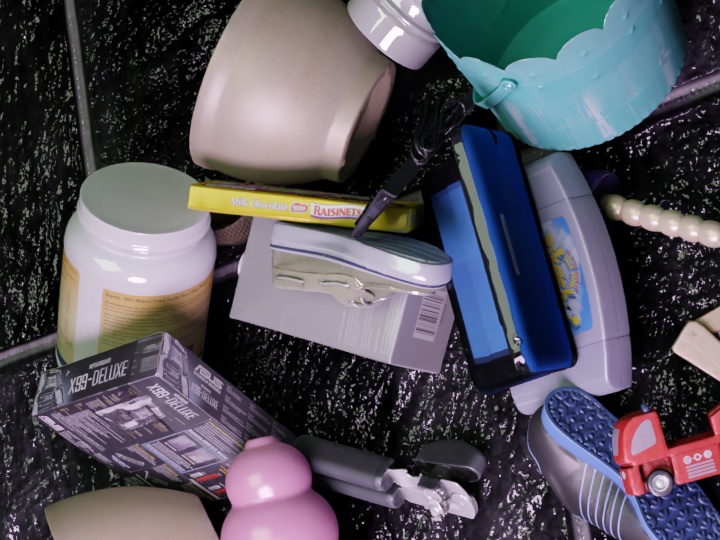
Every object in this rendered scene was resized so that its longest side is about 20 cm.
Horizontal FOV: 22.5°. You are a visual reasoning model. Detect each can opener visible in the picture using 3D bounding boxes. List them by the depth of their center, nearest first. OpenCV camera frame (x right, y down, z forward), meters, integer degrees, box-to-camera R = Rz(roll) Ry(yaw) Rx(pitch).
[{"bbox_3d":[0.026,0.179,1.612,0.199,0.053,0.067,6,52,35],"label":"can opener"}]

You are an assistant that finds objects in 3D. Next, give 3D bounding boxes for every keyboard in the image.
[{"bbox_3d":[0.051,-0.113,1.539,0.040,0.200,0.104,41,136,-2],"label":"keyboard"}]

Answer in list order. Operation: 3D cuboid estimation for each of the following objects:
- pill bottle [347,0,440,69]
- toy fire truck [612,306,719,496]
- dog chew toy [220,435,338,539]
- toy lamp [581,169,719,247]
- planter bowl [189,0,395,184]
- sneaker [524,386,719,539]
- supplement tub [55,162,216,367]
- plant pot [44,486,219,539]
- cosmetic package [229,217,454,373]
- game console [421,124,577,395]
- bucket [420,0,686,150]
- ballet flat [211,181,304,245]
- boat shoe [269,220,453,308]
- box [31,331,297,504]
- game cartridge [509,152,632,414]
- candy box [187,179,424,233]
[{"bbox_3d":[0.083,-0.280,1.594,0.200,0.114,0.115,-48,59,21],"label":"pill bottle"},{"bbox_3d":[0.283,0.084,1.391,0.198,0.049,0.142,-15,88,6],"label":"toy fire truck"},{"bbox_3d":[-0.069,0.248,1.605,0.124,0.124,0.202,-15,84,34],"label":"dog chew toy"},{"bbox_3d":[0.243,-0.043,1.475,0.199,0.058,0.059,16,92,36],"label":"toy lamp"},{"bbox_3d":[-0.050,-0.161,1.643,0.134,0.200,0.202,25,98,10],"label":"planter bowl"},{"bbox_3d":[0.213,0.184,1.461,0.200,0.070,0.078,47,146,19],"label":"sneaker"},{"bbox_3d":[-0.211,0.014,1.708,0.144,0.144,0.201,38,132,34],"label":"supplement tub"},{"bbox_3d":[-0.191,0.280,1.682,0.134,0.201,0.201,-27,62,-8],"label":"plant pot"},{"bbox_3d":[-0.014,0.018,1.639,0.199,0.090,0.108,17,92,40],"label":"cosmetic package"},{"bbox_3d":[0.091,-0.002,1.470,0.117,0.170,0.202,-19,82,24],"label":"game console"},{"bbox_3d":[0.162,-0.208,1.472,0.205,0.135,0.209,-15,50,19],"label":"bucket"},{"bbox_3d":[-0.139,-0.055,1.754,0.199,0.046,0.068,-19,36,35],"label":"ballet flat"},{"bbox_3d":[0.000,0.000,1.548,0.199,0.072,0.063,13,103,44],"label":"boat shoe"},{"bbox_3d":[-0.178,0.144,1.668,0.157,0.200,0.050,-19,45,33],"label":"box"},{"bbox_3d":[0.158,0.011,1.502,0.133,0.040,0.202,-22,81,47],"label":"game cartridge"},{"bbox_3d":[-0.046,-0.058,1.612,0.198,0.102,0.027,7,94,8],"label":"candy box"}]
